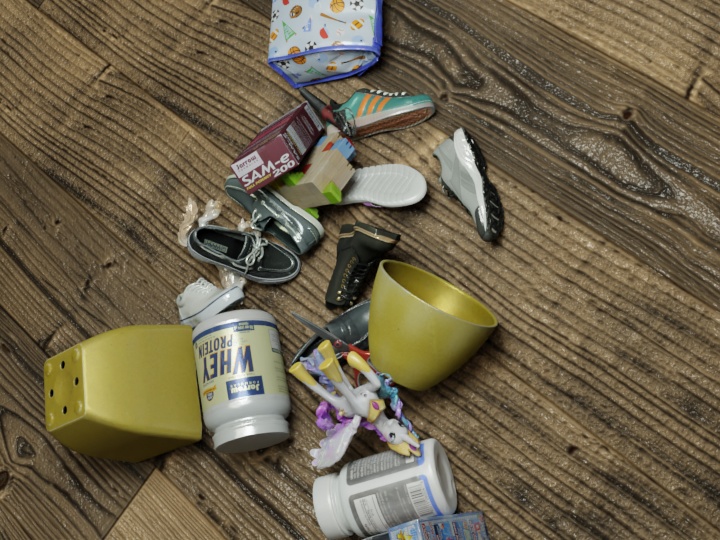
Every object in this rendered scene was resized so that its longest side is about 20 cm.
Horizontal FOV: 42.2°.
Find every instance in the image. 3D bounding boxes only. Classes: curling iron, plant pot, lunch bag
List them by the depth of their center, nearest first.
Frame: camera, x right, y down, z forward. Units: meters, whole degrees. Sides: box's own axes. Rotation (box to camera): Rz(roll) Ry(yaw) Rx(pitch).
[{"bbox_3d":[0.088,0.095,1.414,0.199,0.199,0.143,33,104,25],"label":"plant pot"},{"bbox_3d":[-0.401,0.199,1.523,0.193,0.199,0.199,-24,67,36],"label":"plant pot"},{"bbox_3d":[-0.057,-0.278,1.594,0.025,0.050,0.200,-20,35,-18],"label":"curling iron"},{"bbox_3d":[-0.050,-0.431,1.643,0.197,0.124,0.173,-9,71,27],"label":"lunch bag"}]

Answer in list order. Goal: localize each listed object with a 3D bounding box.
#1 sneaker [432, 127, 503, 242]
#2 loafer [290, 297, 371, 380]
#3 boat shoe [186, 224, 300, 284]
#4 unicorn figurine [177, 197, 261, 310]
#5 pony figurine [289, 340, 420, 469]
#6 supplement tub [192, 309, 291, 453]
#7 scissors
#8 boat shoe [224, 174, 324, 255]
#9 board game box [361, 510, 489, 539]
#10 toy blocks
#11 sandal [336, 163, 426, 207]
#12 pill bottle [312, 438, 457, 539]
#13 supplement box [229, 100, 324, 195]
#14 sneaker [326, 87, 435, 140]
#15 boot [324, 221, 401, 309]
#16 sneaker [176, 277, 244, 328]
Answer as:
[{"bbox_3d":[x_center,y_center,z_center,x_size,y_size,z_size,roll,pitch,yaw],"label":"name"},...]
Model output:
[{"bbox_3d":[0.173,-0.130,1.505,0.079,0.074,0.203,-28,61,21],"label":"sneaker"},{"bbox_3d":[-0.028,0.108,1.507,0.200,0.070,0.068,-39,65,7],"label":"loafer"},{"bbox_3d":[-0.188,-0.033,1.555,0.197,0.068,0.075,21,71,-16],"label":"boat shoe"},{"bbox_3d":[-0.236,-0.034,1.629,0.199,0.074,0.139,31,96,23],"label":"unicorn figurine"},{"bbox_3d":[-0.012,0.200,1.377,0.167,0.201,0.192,-48,17,-27],"label":"pony figurine"},{"bbox_3d":[-0.190,0.180,1.508,0.143,0.145,0.203,-18,69,15],"label":"supplement tub"},{"bbox_3d":[-0.021,0.118,1.472,0.073,0.014,0.200,-36,104,18],"label":"scissors"},{"bbox_3d":[-0.158,-0.095,1.584,0.198,0.073,0.062,31,64,11],"label":"boat shoe"},{"bbox_3d":[0.067,0.393,1.319,0.197,0.200,0.063,-19,70,14],"label":"board game box"},{"bbox_3d":[-0.067,-0.172,1.570,0.199,0.100,0.137,-4,45,56],"label":"toy blocks"},{"bbox_3d":[0.031,-0.135,1.570,0.200,0.050,0.083,7,62,35],"label":"sandal"},{"bbox_3d":[0.035,0.332,1.396,0.197,0.114,0.115,-19,69,15],"label":"pill bottle"},{"bbox_3d":[-0.136,-0.208,1.565,0.108,0.201,0.061,-28,107,22],"label":"supplement box"},{"bbox_3d":[0.030,-0.281,1.596,0.197,0.071,0.081,-10,76,19],"label":"sneaker"},{"bbox_3d":[0.000,0.000,1.482,0.076,0.200,0.140,18,85,-12],"label":"boot"},{"bbox_3d":[-0.262,0.049,1.560,0.199,0.073,0.072,-24,94,52],"label":"sneaker"}]
